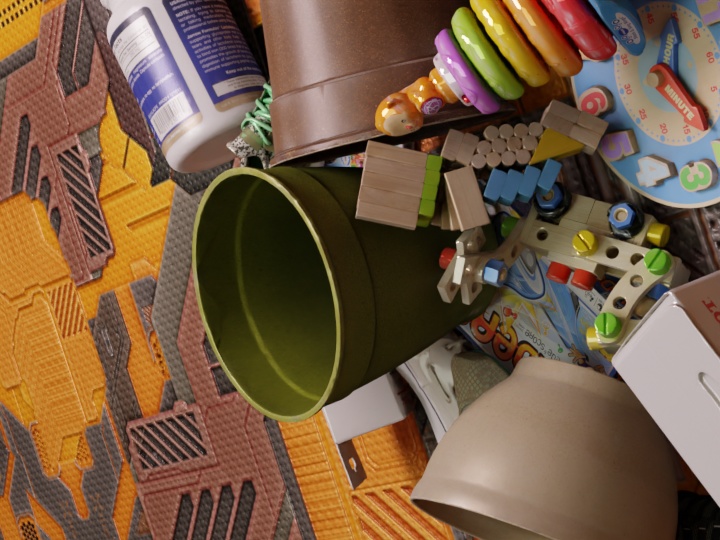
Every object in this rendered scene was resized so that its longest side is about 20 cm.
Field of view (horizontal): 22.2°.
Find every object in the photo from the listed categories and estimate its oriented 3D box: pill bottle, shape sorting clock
[{"bbox_3d":[-0.164,-0.201,1.697,0.116,0.116,0.200,-38,74,48],"label":"pill bottle"},{"bbox_3d":[0.224,-0.143,1.338,0.200,0.039,0.200,20,118,43],"label":"shape sorting clock"}]

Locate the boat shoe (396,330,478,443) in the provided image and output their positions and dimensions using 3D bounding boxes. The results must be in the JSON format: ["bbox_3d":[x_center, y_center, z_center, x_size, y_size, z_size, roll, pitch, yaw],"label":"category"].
[{"bbox_3d":[0.079,0.084,1.566,0.070,0.071,0.200,-29,84,44],"label":"boat shoe"}]

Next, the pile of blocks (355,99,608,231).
[{"bbox_3d":[0.089,-0.070,1.386,0.062,0.200,0.082,107,149,-80],"label":"pile of blocks"}]

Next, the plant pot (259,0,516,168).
[{"bbox_3d":[0.005,-0.198,1.449,0.200,0.200,0.199,-11,92,50],"label":"plant pot"}]

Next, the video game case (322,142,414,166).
[{"bbox_3d":[-0.009,-0.163,1.611,0.143,0.018,0.200,17,116,44],"label":"video game case"}]

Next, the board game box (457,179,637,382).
[{"bbox_3d":[0.143,0.027,1.496,0.200,0.034,0.135,46,134,27],"label":"board game box"}]

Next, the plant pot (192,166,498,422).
[{"bbox_3d":[0.000,0.000,1.464,0.200,0.193,0.201,24,120,48],"label":"plant pot"}]

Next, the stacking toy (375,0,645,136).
[{"bbox_3d":[0.093,-0.157,1.315,0.200,0.116,0.110,-35,58,11],"label":"stacking toy"}]

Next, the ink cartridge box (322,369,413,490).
[{"bbox_3d":[-0.007,0.084,1.618,0.068,0.115,0.200,-20,88,5],"label":"ink cartridge box"}]

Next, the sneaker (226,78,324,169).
[{"bbox_3d":[-0.073,-0.125,1.614,0.077,0.089,0.200,31,125,38],"label":"sneaker"}]

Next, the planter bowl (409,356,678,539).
[{"bbox_3d":[0.152,0.146,1.380,0.200,0.200,0.135,7,72,47],"label":"planter bowl"}]

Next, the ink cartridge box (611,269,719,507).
[{"bbox_3d":[0.287,0.066,1.219,0.145,0.200,0.085,55,137,20],"label":"ink cartridge box"}]

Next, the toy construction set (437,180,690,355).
[{"bbox_3d":[0.162,0.005,1.388,0.200,0.092,0.131,20,82,14],"label":"toy construction set"}]

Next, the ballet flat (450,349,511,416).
[{"bbox_3d":[0.129,0.156,1.499,0.200,0.062,0.067,54,139,-5],"label":"ballet flat"}]

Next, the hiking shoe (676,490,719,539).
[{"bbox_3d":[0.269,0.200,1.385,0.101,0.076,0.200,47,135,22],"label":"hiking shoe"}]
